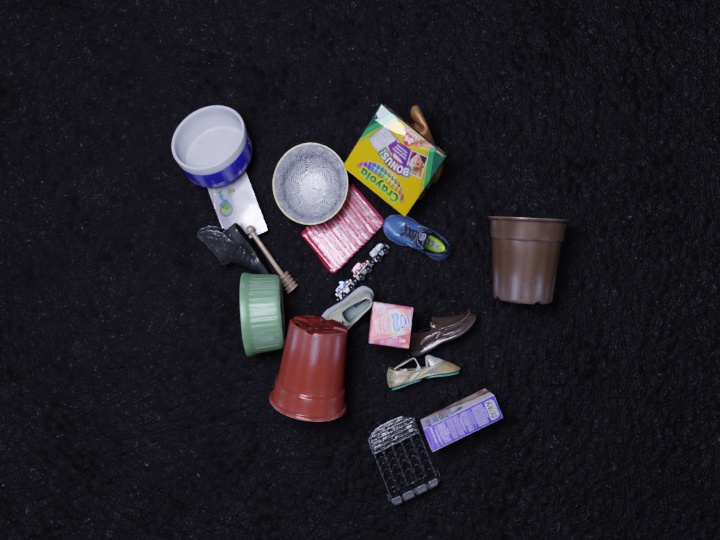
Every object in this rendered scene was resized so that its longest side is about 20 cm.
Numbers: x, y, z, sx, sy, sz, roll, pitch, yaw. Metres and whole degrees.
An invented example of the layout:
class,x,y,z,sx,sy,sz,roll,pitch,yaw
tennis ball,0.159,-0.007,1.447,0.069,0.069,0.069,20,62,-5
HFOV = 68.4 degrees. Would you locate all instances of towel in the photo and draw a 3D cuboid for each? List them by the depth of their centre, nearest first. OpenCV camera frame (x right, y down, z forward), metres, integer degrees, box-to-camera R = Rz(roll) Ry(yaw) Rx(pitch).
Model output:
class,x,y,z,sx,sy,sz,roll,pitch,yaw
towel,-0.048,-0.111,1.413,0.199,0.022,0.145,-43,85,-2

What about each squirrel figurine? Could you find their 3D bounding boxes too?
class,x,y,z,sx,sy,sz,roll,pitch,yaw
squirrel figurine,0.109,-0.278,1.361,0.182,0.141,0.206,-27,85,7

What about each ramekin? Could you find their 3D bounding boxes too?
class,x,y,z,sx,sy,sz,roll,pitch,yaw
ramekin,-0.241,0.106,1.327,0.093,0.200,0.209,-4,88,-6

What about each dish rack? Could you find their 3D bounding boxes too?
class,x,y,z,sx,sy,sz,roll,pitch,yaw
dish rack,0.109,0.487,1.371,0.149,0.055,0.207,-23,86,-1

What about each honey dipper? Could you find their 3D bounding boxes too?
class,x,y,z,sx,sy,sz,roll,pitch,yaw
honey dipper,-0.237,-0.032,1.390,0.038,0.038,0.203,-36,97,-1

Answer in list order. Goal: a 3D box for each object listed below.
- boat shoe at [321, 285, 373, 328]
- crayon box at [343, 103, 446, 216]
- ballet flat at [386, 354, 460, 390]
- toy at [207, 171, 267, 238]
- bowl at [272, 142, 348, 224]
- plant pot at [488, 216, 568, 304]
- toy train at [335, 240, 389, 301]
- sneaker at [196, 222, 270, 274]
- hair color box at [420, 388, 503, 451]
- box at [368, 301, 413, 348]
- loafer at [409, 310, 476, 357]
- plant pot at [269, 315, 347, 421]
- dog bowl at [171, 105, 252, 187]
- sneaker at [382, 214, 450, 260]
class,x,y,z,sx,sy,sz,roll,pitch,yaw
boat shoe,-0.046,0.118,1.366,0.072,0.062,0.199,43,102,-13
crayon box,0.083,-0.267,1.286,0.197,0.058,0.175,37,109,0
ballet flat,0.160,0.255,1.371,0.192,0.071,0.074,-15,87,3
toy,-0.330,-0.181,1.410,0.111,0.047,0.207,-21,93,2
bowl,-0.125,-0.218,1.383,0.192,0.094,0.210,0,88,2
plant pot,0.410,-0.028,1.319,0.191,0.200,0.208,3,95,2
toy train,0.000,0.000,1.401,0.046,0.034,0.201,42,89,5
sneaker,-0.326,-0.043,1.376,0.102,0.060,0.203,-31,116,5
hair color box,0.252,0.375,1.342,0.194,0.109,0.067,-24,86,0
box,0.072,0.133,1.310,0.098,0.200,0.099,7,86,1
loafer,0.208,0.150,1.369,0.195,0.073,0.073,-28,88,0
plant pot,-0.114,0.227,1.294,0.192,0.201,0.204,10,100,2
dog bowl,-0.379,-0.319,1.364,0.191,0.079,0.208,-4,63,7
sneaker,0.149,-0.092,1.373,0.193,0.089,0.081,22,87,3
